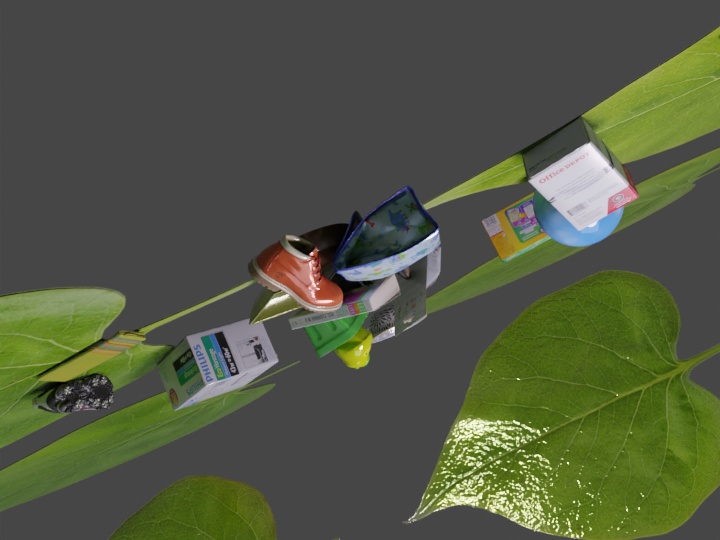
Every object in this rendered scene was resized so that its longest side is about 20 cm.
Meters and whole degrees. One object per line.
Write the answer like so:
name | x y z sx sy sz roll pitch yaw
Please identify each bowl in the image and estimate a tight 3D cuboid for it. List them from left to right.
bowl | 0.099 0.145 2.596 0.201 0.094 0.201 -25 168 -6

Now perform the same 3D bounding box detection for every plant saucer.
plant saucer | -0.133 0.035 1.748 0.200 0.048 0.200 -20 167 -30
plant saucer | -0.100 -0.027 1.584 0.200 0.037 0.200 -24 169 -5

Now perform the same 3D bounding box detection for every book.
book | -0.034 0.067 1.703 0.200 0.048 0.134 -14 -169 31

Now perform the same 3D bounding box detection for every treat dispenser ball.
treat dispenser ball | 0.495 -0.155 1.874 0.201 0.201 0.201 -25 168 -6

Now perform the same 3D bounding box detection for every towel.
towel | -0.517 0.164 1.586 0.200 0.018 0.086 -28 163 12

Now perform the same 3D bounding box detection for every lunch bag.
lunch bag | 0.041 -0.052 1.554 0.200 0.127 0.170 -36 168 2

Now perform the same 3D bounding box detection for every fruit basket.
fruit basket | -0.023 0.134 1.924 0.155 0.216 0.216 -35 165 35

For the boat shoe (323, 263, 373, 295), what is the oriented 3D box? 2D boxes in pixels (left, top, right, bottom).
boat shoe | 0.000 0.000 1.665 0.200 0.071 0.072 -41 139 -7

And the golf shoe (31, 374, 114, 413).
golf shoe | -0.598 0.261 1.739 0.088 0.077 0.200 -9 171 18

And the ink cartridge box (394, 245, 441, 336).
ink cartridge box | 0.143 0.051 2.058 0.050 0.200 0.162 14 150 -23

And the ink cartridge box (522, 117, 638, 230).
ink cartridge box | 0.443 -0.192 1.667 0.144 0.084 0.200 -32 131 28

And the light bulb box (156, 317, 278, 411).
light bulb box | -0.334 0.215 1.915 0.200 0.125 0.198 -15 165 -40

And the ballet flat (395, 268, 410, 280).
ballet flat | 0.094 -0.019 1.994 0.046 0.067 0.200 -58 165 -4

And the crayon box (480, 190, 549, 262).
crayon box | 0.420 -0.118 2.078 0.200 0.119 0.058 -29 168 14

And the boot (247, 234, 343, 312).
boot | -0.092 0.006 1.492 0.200 0.075 0.107 28 120 -34
